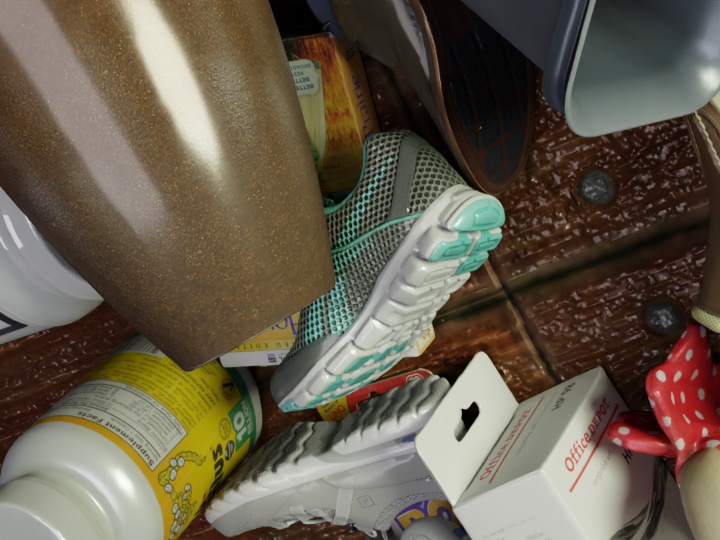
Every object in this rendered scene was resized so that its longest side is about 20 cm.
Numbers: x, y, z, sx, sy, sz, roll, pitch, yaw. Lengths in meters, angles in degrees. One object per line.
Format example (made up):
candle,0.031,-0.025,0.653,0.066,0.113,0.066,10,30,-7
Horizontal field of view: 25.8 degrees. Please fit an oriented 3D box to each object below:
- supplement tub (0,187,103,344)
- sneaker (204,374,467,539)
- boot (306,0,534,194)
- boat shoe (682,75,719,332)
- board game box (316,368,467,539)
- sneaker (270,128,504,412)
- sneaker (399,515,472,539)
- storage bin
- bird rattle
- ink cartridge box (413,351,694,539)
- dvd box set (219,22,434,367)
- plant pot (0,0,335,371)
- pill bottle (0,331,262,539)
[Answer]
supplement tub,-0.235,-0.024,0.971,0.198,0.140,0.142,-17,107,32
sneaker,-0.013,0.135,0.950,0.199,0.075,0.083,-23,103,36
boot,0.028,-0.136,0.839,0.096,0.074,0.202,16,135,48
boat shoe,0.200,0.005,0.786,0.074,0.075,0.204,-27,95,7
board game box,0.046,0.161,0.995,0.095,0.030,0.202,-18,103,34
sneaker,0.000,0.000,0.880,0.092,0.077,0.200,54,128,19
sneaker,0.104,0.213,0.946,0.075,0.105,0.201,-27,100,46
storage bin,0.119,-0.189,0.720,0.134,0.144,0.202,42,132,36
bird rattle,0.214,0.132,0.819,0.112,0.163,0.201,-32,108,17
ink cartridge box,0.126,0.140,0.886,0.066,0.116,0.201,-28,101,35
dvd box set,-0.047,-0.040,0.934,0.145,0.029,0.202,-4,113,29
plant pot,-0.100,-0.057,0.822,0.186,0.187,0.202,-27,93,35
pill bottle,-0.150,0.124,0.967,0.111,0.200,0.114,12,120,21
